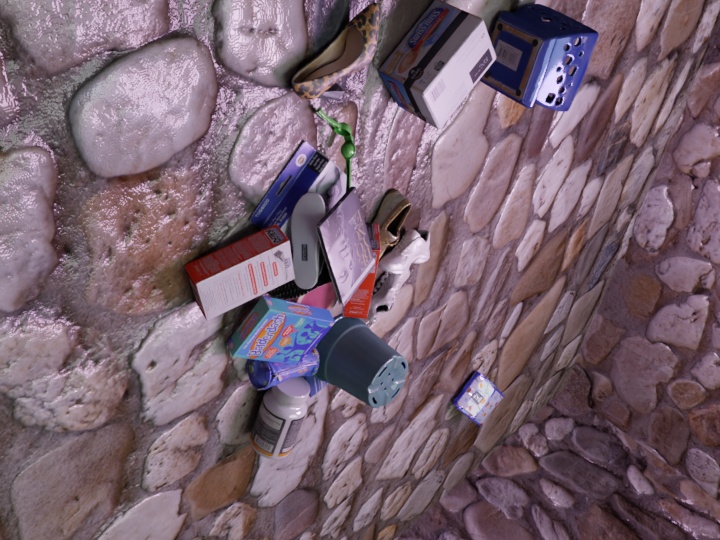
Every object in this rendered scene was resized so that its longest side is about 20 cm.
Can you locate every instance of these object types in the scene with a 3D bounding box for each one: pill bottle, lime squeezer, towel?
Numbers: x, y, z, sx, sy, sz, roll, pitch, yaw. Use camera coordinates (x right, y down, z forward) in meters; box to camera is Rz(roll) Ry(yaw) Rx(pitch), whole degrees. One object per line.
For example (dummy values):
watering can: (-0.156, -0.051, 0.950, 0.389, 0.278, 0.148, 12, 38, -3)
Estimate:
pill bottle: (-0.199, 0.363, 1.797, 0.116, 0.116, 0.201, -10, 129, -49)
lime squeezer: (-0.034, -0.251, 1.451, 0.071, 0.037, 0.201, -70, 149, -46)
towel: (-0.080, 0.243, 1.942, 0.200, 0.024, 0.146, -37, 144, -29)

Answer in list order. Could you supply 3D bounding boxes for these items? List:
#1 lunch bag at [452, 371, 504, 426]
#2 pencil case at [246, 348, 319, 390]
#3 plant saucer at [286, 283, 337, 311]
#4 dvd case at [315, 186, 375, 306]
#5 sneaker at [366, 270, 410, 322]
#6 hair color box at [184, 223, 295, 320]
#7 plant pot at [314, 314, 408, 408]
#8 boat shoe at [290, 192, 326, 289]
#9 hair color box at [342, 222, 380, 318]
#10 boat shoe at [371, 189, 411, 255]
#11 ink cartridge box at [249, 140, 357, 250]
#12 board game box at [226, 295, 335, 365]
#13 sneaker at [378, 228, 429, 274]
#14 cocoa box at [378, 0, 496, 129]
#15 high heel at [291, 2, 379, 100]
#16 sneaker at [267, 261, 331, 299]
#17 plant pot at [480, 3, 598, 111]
lunch bag: (0.464, 0.509, 2.869, 0.170, 0.124, 0.200, -51, 136, -5)
pencil case: (-0.180, 0.231, 1.722, 0.199, 0.086, 0.079, -6, 106, -53)
plant saucer: (-0.115, 0.060, 1.674, 0.200, 0.051, 0.202, -34, 144, -30)
dvd case: (-0.026, -0.049, 1.488, 0.149, 0.016, 0.201, -52, 139, -41)
sneaker: (0.069, 0.065, 1.906, 0.200, 0.081, 0.076, -41, 146, -24)
hair color box: (-0.232, 0.003, 1.406, 0.199, 0.064, 0.112, -25, 141, -19)
plant pot: (0.005, 0.242, 1.850, 0.199, 0.195, 0.202, -28, 132, -35)
boat shoe: (-0.099, -0.065, 1.469, 0.068, 0.071, 0.202, -54, 148, -68)
hair color box: (0.000, 0.000, 1.689, 0.063, 0.111, 0.201, 5, 127, -6)
boat shoe: (0.062, -0.094, 1.746, 0.074, 0.066, 0.201, -7, 126, -51)
ink cartridge box: (-0.111, -0.140, 1.485, 0.200, 0.041, 0.200, -55, 149, 2)
board game box: (-0.175, 0.138, 1.603, 0.199, 0.045, 0.152, 15, 123, -44)
sneaker: (0.115, -0.058, 1.864, 0.200, 0.077, 0.100, -30, 137, -49)
cocoa box: (0.160, -0.425, 1.482, 0.201, 0.131, 0.133, -51, 149, -4)
high heel: (-0.043, -0.394, 1.287, 0.142, 0.071, 0.201, -14, 141, -56)
sneaker: (-0.112, 0.010, 1.570, 0.198, 0.071, 0.093, -20, -178, 3)
plant pot: (0.405, -0.501, 1.694, 0.179, 0.200, 0.201, -15, 133, -37)
